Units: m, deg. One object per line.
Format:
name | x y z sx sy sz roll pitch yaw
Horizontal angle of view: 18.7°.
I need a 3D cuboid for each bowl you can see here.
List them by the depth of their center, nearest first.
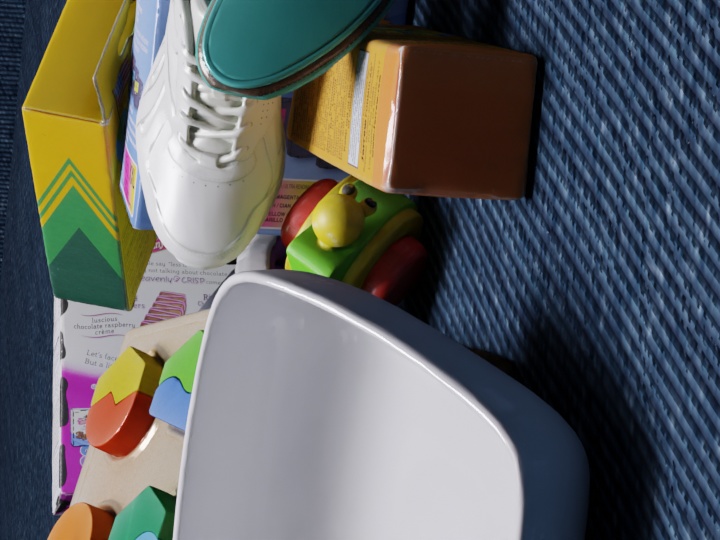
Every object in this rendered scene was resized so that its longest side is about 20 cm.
bowl | 0.013 0.107 0.885 0.200 0.075 0.200 30 121 42

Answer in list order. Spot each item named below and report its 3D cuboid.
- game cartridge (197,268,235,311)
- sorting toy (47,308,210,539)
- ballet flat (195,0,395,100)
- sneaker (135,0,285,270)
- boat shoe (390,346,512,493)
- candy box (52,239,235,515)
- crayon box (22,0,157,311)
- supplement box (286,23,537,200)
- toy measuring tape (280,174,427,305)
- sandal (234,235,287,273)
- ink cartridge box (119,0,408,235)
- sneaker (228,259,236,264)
game cartridge | -0.105 0.080 1.336 0.200 0.041 0.133 -52 -7 -38
sorting toy | -0.109 0.103 1.101 0.200 0.036 0.186 -20 50 59
ballet flat | 0.001 -0.154 0.986 0.200 0.067 0.070 -53 -3 -2
sneaker | -0.069 -0.098 1.042 0.099 0.078 0.201 -89 6 -84
boat shoe | 0.010 0.061 1.009 0.200 0.073 0.063 -169 85 -75
candy box | -0.134 0.061 1.449 0.061 0.136 0.201 124 146 -65
crayon box | -0.144 -0.088 1.243 0.200 0.051 0.127 91 -168 -51
supplement box | 0.019 -0.078 1.012 0.200 0.066 0.069 -151 64 -73
toy measuring tape | 0.000 0.000 1.113 0.200 0.073 0.074 81 -174 -70
sandal | -0.030 -0.001 1.222 0.203 0.050 0.083 -77 -24 -69
ink cartridge box | -0.050 -0.123 1.148 0.076 0.136 0.201 -127 41 -66
sneaker | -0.071 -0.093 1.347 0.100 0.069 0.201 -106 19 -63
